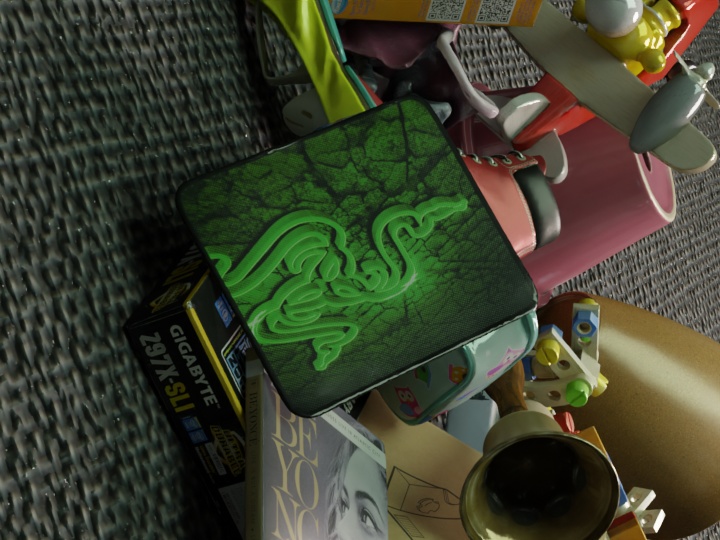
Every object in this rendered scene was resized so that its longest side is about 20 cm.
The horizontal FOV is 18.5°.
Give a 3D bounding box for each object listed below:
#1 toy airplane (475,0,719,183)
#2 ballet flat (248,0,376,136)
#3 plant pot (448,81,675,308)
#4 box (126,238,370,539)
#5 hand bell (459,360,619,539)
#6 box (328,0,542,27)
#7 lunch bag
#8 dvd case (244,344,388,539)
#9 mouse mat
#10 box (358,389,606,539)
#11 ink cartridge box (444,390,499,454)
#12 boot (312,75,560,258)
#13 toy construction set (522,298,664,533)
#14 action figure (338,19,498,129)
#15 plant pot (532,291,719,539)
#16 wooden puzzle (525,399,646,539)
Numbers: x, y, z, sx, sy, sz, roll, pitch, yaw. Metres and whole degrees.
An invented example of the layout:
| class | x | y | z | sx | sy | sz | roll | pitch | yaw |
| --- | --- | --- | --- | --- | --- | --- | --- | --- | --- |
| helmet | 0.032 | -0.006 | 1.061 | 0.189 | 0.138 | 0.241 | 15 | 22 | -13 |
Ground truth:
| class | x | y | z | sx | sy | sz | roll | pitch | yaw |
| --- | --- | --- | --- | --- | --- | --- | --- | --- | --- |
| toy airplane | 0.180 | -0.166 | 1.717 | 0.141 | 0.199 | 0.200 | 92 | 5 | -54 |
| ballet flat | -0.031 | -0.134 | 1.564 | 0.067 | 0.067 | 0.201 | 63 | 3 | -68 |
| plant pot | 0.160 | -0.076 | 1.857 | 0.200 | 0.178 | 0.201 | 53 | 27 | -43 |
| box | -0.063 | 0.055 | 1.371 | 0.160 | 0.049 | 0.200 | 63 | 22 | -15 |
| hand bell | 0.104 | 0.099 | 1.494 | 0.104 | 0.104 | 0.200 | 59 | 9 | -28 |
| box | 0.032 | -0.243 | 1.687 | 0.042 | 0.199 | 0.119 | 111 | -25 | -47 |
| lunch bag | 0.024 | -0.006 | 1.450 | 0.200 | 0.077 | 0.160 | 59 | -25 | 10 |
| dvd case | -0.023 | 0.161 | 1.295 | 0.149 | 0.016 | 0.201 | 43 | 37 | -48 |
| mouse mat | 0.001 | -0.013 | 1.339 | 0.200 | 0.008 | 0.161 | -24 | 79 | -31 |
| box | 0.062 | 0.175 | 1.445 | 0.200 | 0.021 | 0.164 | 31 | 38 | -5 |
| ink cartridge box | 0.079 | 0.154 | 1.599 | 0.200 | 0.042 | 0.120 | -83 | 172 | -53 |
| boot | 0.060 | -0.083 | 1.651 | 0.144 | 0.072 | 0.200 | -36 | 92 | -33 |
| toy construction set | 0.164 | 0.129 | 1.761 | 0.201 | 0.131 | 0.092 | 66 | 22 | -12 |
| action figure | 0.042 | -0.199 | 1.737 | 0.134 | 0.148 | 0.200 | 53 | 40 | -27 |
| plant pot | 0.231 | 0.107 | 1.919 | 0.200 | 0.186 | 0.187 | 38 | 36 | -35 |
| wooden puzzle | 0.183 | 0.185 | 1.619 | 0.201 | 0.046 | 0.185 | 60 | 5 | -3 |
